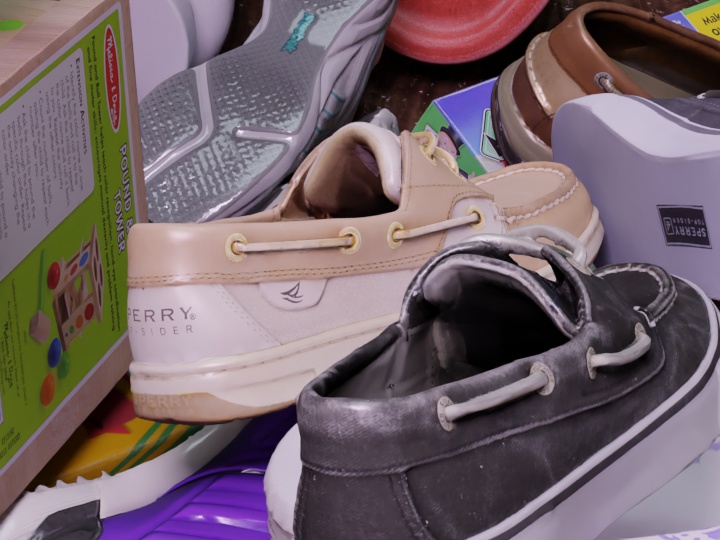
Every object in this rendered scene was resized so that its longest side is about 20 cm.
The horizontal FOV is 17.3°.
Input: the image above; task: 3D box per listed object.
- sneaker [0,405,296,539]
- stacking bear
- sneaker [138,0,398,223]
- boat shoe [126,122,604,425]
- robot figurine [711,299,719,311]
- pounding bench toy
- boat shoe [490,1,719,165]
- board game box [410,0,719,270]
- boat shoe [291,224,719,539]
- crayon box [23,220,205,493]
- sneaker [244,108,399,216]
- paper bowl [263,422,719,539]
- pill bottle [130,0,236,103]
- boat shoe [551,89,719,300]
[{"bbox_3d":[-0.030,0.096,0.736,0.199,0.070,0.099,-26,48,-35],"label":"sneaker"},{"bbox_3d":[0.057,-0.177,1.160,0.120,0.115,0.200,12,20,8],"label":"stacking bear"},{"bbox_3d":[-0.037,-0.065,1.002,0.070,0.081,0.201,24,55,20],"label":"sneaker"},{"bbox_3d":[0.006,-0.012,0.740,0.073,0.070,0.199,-1,15,41],"label":"boat shoe"},{"bbox_3d":[0.195,0.001,0.800,0.199,0.059,0.145,-25,-12,25],"label":"robot figurine"},{"bbox_3d":[-0.163,-0.049,0.713,0.155,0.202,0.124,8,29,18],"label":"pounding bench toy"},{"bbox_3d":[0.150,-0.048,0.900,0.198,0.074,0.076,14,50,-17],"label":"boat shoe"},{"bbox_3d":[0.132,-0.036,0.952,0.199,0.029,0.135,-23,69,-38],"label":"board game box"},{"bbox_3d":[0.043,0.024,0.580,0.070,0.064,0.200,-2,16,25],"label":"boat shoe"},{"bbox_3d":[-0.119,0.053,0.803,0.199,0.051,0.127,-21,39,-35],"label":"crayon box"},{"bbox_3d":[0.000,0.000,0.894,0.080,0.084,0.200,-37,12,11],"label":"sneaker"},{"bbox_3d":[0.077,0.088,0.650,0.199,0.105,0.201,-7,13,2],"label":"paper bowl"},{"bbox_3d":[-0.109,-0.143,1.076,0.112,0.114,0.201,5,31,1],"label":"pill bottle"},{"bbox_3d":[0.124,-0.029,0.764,0.066,0.071,0.200,-16,7,-15],"label":"boat shoe"}]
